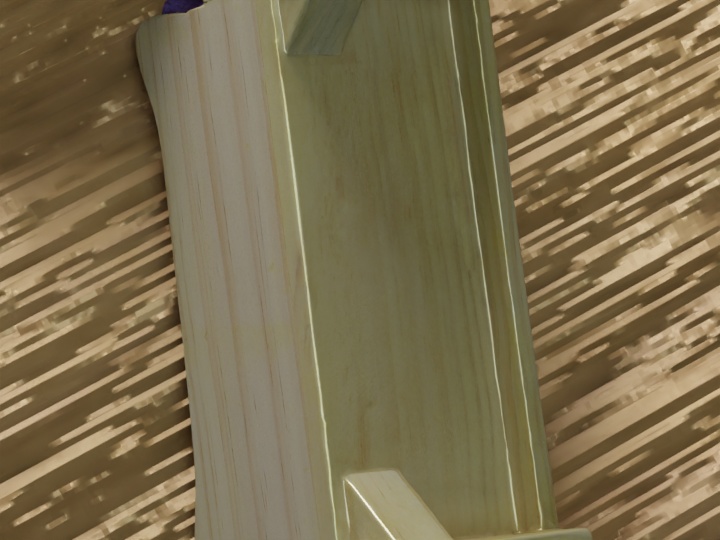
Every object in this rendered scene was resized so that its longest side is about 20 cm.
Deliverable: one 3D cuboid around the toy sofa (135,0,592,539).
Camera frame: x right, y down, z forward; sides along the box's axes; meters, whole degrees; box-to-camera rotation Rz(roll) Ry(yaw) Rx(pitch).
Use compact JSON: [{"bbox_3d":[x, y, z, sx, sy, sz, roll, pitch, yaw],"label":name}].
[{"bbox_3d":[0.000,0.000,0.804,0.083,0.097,0.201,-3,82,-39],"label":"toy sofa"}]
